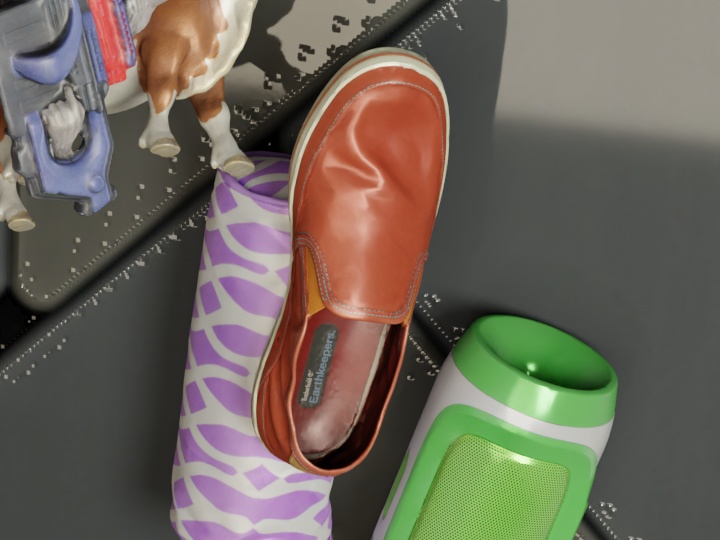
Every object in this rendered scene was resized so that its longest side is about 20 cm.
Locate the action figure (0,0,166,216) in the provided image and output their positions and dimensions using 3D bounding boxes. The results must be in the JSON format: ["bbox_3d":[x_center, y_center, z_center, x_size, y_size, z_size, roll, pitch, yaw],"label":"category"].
[{"bbox_3d":[-0.177,-0.121,1.248,0.193,0.105,0.201,-11,112,-19],"label":"action figure"}]

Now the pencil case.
[{"bbox_3d":[-0.039,0.039,1.368,0.084,0.085,0.201,31,118,41],"label":"pencil case"}]

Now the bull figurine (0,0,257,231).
[{"bbox_3d":[-0.105,-0.098,1.330,0.199,0.065,0.122,-16,64,25],"label":"bull figurine"}]

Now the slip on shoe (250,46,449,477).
[{"bbox_3d":[0.000,0.000,1.280,0.074,0.061,0.201,7,109,-24],"label":"slip on shoe"}]

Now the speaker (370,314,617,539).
[{"bbox_3d":[0.051,0.125,1.370,0.088,0.088,0.201,23,112,5],"label":"speaker"}]
